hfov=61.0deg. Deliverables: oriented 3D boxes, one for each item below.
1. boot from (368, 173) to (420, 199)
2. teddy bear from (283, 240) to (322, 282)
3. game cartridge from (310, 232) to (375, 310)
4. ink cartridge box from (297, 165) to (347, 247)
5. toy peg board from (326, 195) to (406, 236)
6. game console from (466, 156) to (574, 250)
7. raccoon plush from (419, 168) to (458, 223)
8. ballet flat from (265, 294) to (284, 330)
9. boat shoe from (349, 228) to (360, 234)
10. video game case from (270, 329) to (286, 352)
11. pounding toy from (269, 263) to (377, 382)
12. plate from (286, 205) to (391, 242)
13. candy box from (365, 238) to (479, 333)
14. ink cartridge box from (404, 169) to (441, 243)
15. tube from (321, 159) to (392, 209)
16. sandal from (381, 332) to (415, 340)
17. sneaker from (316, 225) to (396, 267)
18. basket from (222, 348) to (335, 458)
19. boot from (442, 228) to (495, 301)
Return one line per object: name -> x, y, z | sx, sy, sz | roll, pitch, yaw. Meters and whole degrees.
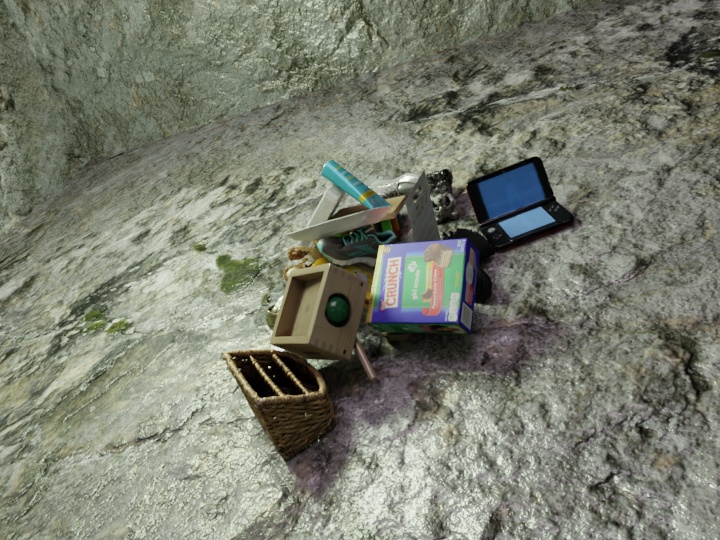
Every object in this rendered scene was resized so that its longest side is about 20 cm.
boot -> 0.092, -0.222, 1.784 | 0.198, 0.074, 0.096 | -5, 38, 42
teddy bear -> -0.106, -0.003, 1.407 | 0.142, 0.068, 0.201 | 10, 32, -6
game cartridge -> 0.000, 0.000, 1.375 | 0.175, 0.033, 0.200 | 31, 34, 6
ink cartridge box -> -0.091, -0.174, 1.707 | 0.201, 0.044, 0.177 | -56, 2, 39
toy peg board -> 0.022, -0.115, 1.642 | 0.196, 0.100, 0.199 | -9, 16, 17
game console -> 0.373, -0.160, 1.440 | 0.197, 0.120, 0.173 | -21, 29, 1
raccoon plush -> 0.234, -0.195, 1.660 | 0.096, 0.136, 0.199 | -21, -7, 30
ballet flat -> -0.135, 0.063, 1.407 | 0.199, 0.072, 0.070 | -35, 32, -24
boat shoe -> -0.036, -0.038, 1.521 | 0.201, 0.072, 0.065 | -49, 1, 8
video game case -> -0.123, 0.113, 1.407 | 0.179, 0.023, 0.201 | -20, 29, 2
pounding toy -> -0.058, 0.104, 1.192 | 0.199, 0.141, 0.187 | -9, 61, 53
plate -> -0.042, -0.103, 1.395 | 0.196, 0.033, 0.200 | -14, 3, 21
candy box -> 0.121, 0.033, 1.193 | 0.197, 0.077, 0.172 | -4, 65, 33
ink cartridge box -> 0.132, -0.106, 1.421 | 0.049, 0.203, 0.162 | -4, 33, 27
tube -> -0.014, -0.213, 1.589 | 0.199, 0.051, 0.077 | 38, 43, 17
sandal -> 0.084, 0.077, 1.300 | 0.079, 0.055, 0.201 | -10, 32, 19
sneaker -> -0.003, -0.063, 1.351 | 0.197, 0.092, 0.078 | 3, 37, -35
basket -> -0.142, 0.212, 1.129 | 0.141, 0.151, 0.199 | -30, 30, -17
boot -> 0.240, -0.020, 1.344 | 0.197, 0.075, 0.161 | 29, 39, 35
